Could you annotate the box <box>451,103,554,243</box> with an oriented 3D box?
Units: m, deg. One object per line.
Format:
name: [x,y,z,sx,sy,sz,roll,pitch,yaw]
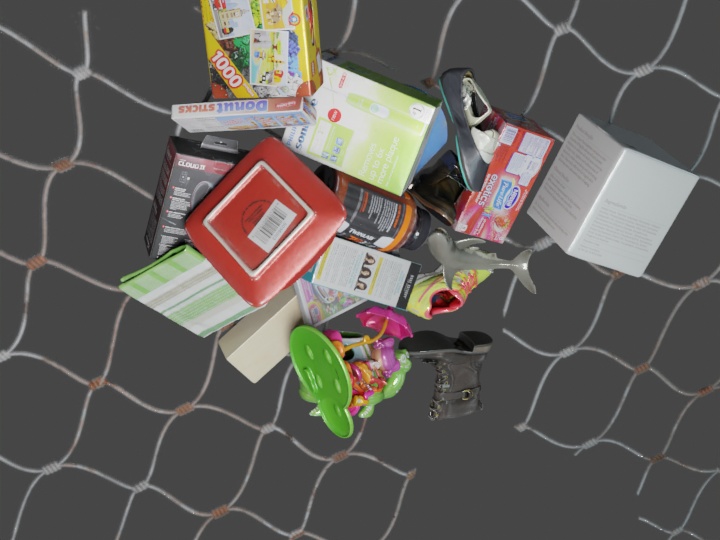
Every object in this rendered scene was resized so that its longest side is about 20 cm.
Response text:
box: [0.219,-0.158,1.784,0.100,0.095,0.200,14,113,-24]

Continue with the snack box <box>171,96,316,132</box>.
snack box: [-0.169,-0.226,1.581,0.200,0.072,0.024,-1,79,14]

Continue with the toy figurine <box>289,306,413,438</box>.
toy figurine: [0.009,0.142,1.762,0.184,0.150,0.200,-28,108,-32]

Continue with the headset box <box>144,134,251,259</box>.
headset box: [-0.235,-0.110,1.668,0.148,0.075,0.200,8,116,-23]

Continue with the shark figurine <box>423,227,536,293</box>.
shark figurine: [0.180,-0.006,1.813,0.214,0.128,0.090,17,76,-26]

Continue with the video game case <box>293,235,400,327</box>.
video game case: [-0.022,-0.008,1.781,0.200,0.018,0.143,-26,115,-28]

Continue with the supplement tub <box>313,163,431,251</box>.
supplement tub: [0.015,-0.093,1.712,0.200,0.107,0.107,19,111,-31]

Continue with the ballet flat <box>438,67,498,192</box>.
ballet flat: [0.176,-0.225,1.691,0.073,0.073,0.200,-12,83,-12]

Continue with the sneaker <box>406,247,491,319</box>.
sneaker: [0.161,0.031,1.859,0.200,0.090,0.078,-28,129,-23]

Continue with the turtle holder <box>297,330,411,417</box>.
turtle holder: [-0.014,0.176,1.861,0.185,0.141,0.132,4,97,14]

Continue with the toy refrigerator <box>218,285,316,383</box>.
toy refrigerator: [-0.136,0.086,1.816,0.200,0.070,0.076,-43,123,2]

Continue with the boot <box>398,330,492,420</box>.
boot: [0.150,0.200,1.979,0.200,0.069,0.174,1,117,-22]

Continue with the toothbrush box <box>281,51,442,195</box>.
toothbrush box: [0.002,-0.221,1.627,0.200,0.086,0.146,24,109,5]

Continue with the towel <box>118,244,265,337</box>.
towel: [-0.261,0.031,1.714,0.149,0.031,0.200,-27,140,22]

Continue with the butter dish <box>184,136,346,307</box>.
butter dish: [-0.121,-0.058,1.612,0.200,0.199,0.148,-46,154,3]

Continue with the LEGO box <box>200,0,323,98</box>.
LEGO box: [-0.139,-0.348,1.521,0.149,0.077,0.200,0,115,12]

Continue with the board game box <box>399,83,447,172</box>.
board game box: [0.039,-0.212,1.728,0.158,0.039,0.200,32,111,-32]

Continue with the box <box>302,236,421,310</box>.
box: [0.000,0.000,1.755,0.200,0.049,0.082,18,93,-37]

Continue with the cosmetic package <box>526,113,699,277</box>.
cosmetic package: [0.420,-0.127,1.828,0.166,0.167,0.200,16,113,-25]

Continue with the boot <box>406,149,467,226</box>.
boot: [0.132,-0.137,1.709,0.075,0.200,0.097,41,96,-21]
